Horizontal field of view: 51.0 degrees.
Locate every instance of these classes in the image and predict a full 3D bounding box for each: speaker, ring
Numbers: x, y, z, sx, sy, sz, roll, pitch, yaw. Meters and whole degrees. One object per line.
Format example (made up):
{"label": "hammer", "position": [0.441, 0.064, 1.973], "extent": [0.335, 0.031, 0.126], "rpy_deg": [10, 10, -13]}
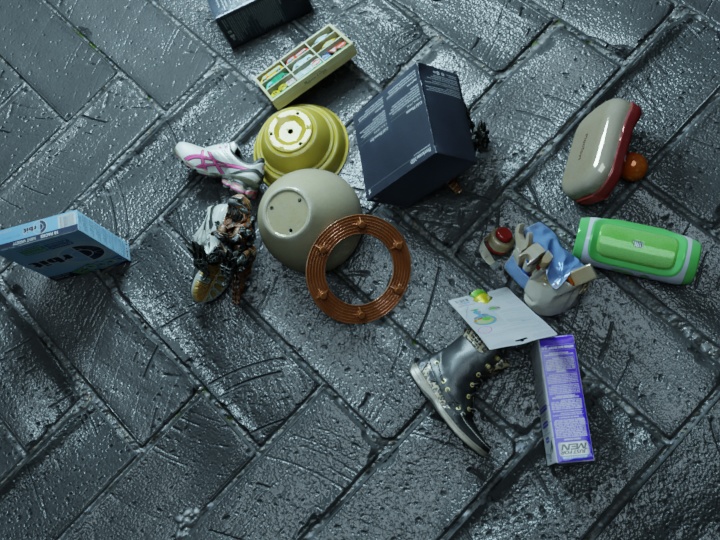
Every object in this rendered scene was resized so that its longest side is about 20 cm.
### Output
{"label": "speaker", "position": [0.473, -0.035, 1.300], "extent": [0.199, 0.088, 0.089], "rpy_deg": [14, 76, 15]}
{"label": "ring", "position": [0.000, 0.000, 1.355], "extent": [0.200, 0.019, 0.201], "rpy_deg": [-3, 100, -18]}

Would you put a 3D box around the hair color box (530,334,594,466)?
{"label": "hair color box", "position": [0.328, 0.216, 1.238], "extent": [0.065, 0.109, 0.201], "rpy_deg": [-5, 73, 5]}

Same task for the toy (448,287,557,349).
{"label": "toy", "position": [0.235, 0.092, 1.274], "extent": [0.115, 0.047, 0.200], "rpy_deg": [-12, 26, -9]}

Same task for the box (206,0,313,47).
{"label": "box", "position": [-0.225, -0.597, 1.601], "extent": [0.200, 0.107, 0.149], "rpy_deg": [-24, 70, 4]}

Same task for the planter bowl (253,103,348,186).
{"label": "planter bowl", "position": [-0.129, -0.259, 1.491], "extent": [0.200, 0.083, 0.201], "rpy_deg": [-3, 73, 10]}

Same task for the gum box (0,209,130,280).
{"label": "gum box", "position": [-0.568, -0.044, 1.452], "extent": [0.169, 0.200, 0.045], "rpy_deg": [-14, 71, 7]}

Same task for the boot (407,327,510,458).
{"label": "boot", "position": [0.193, 0.201, 1.292], "extent": [0.150, 0.073, 0.200], "rpy_deg": [-38, 61, -1]}

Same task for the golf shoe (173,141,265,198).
{"label": "golf shoe", "position": [-0.278, -0.220, 1.507], "extent": [0.200, 0.073, 0.092], "rpy_deg": [26, 100, 12]}

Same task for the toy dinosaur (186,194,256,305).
{"label": "toy dinosaur", "position": [-0.230, -0.033, 1.399], "extent": [0.102, 0.136, 0.200], "rpy_deg": [-11, 103, 31]}

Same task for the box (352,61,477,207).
{"label": "box", "position": [0.094, -0.240, 1.377], "extent": [0.200, 0.104, 0.183], "rpy_deg": [-30, 62, 48]}

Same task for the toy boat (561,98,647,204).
{"label": "toy boat", "position": [0.456, -0.204, 1.351], "extent": [0.130, 0.130, 0.200], "rpy_deg": [22, 78, -14]}

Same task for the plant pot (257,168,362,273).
{"label": "plant pot", "position": [-0.110, -0.096, 1.386], "extent": [0.200, 0.134, 0.201], "rpy_deg": [-1, 87, 18]}

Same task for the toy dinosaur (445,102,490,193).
{"label": "toy dinosaur", "position": [0.169, -0.240, 1.434], "extent": [0.136, 0.102, 0.200], "rpy_deg": [-23, 83, 28]}

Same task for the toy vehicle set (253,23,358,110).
{"label": "toy vehicle set", "position": [-0.114, -0.417, 1.538], "extent": [0.200, 0.027, 0.124], "rpy_deg": [-36, 43, -1]}

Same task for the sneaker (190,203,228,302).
{"label": "sneaker", "position": [-0.290, -0.035, 1.472], "extent": [0.088, 0.076, 0.200], "rpy_deg": [12, 77, 38]}

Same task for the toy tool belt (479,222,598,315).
{"label": "toy tool belt", "position": [0.312, -0.028, 1.303], "extent": [0.125, 0.123, 0.200], "rpy_deg": [-27, 65, -34]}
